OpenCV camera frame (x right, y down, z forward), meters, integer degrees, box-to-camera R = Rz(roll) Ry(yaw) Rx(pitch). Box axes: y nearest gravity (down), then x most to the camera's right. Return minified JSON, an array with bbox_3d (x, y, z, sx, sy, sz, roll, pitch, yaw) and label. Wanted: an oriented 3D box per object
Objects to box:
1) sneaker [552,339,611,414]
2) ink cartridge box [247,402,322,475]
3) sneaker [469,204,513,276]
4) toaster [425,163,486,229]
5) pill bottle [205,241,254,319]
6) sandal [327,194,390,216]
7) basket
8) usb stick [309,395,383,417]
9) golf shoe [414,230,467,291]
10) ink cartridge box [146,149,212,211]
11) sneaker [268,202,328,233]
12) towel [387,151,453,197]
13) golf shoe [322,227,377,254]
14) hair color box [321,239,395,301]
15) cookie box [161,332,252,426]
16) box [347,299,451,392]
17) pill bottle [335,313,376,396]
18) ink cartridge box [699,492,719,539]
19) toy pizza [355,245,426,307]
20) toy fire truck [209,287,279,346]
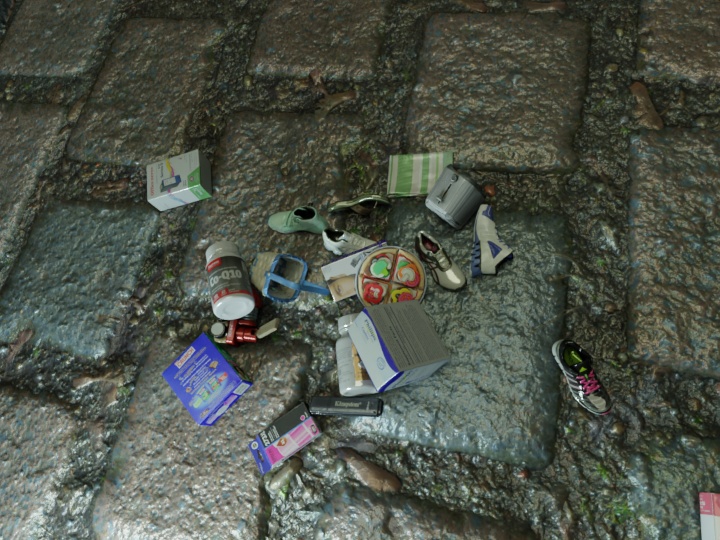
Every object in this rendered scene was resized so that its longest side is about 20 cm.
[{"bbox_3d":[0.533,0.250,1.240,0.073,0.088,0.201,-26,65,3],"label":"sneaker"},{"bbox_3d":[-0.207,0.449,1.380,0.199,0.037,0.095,-36,65,1],"label":"ink cartridge box"},{"bbox_3d":[0.366,-0.073,1.421,0.114,0.081,0.202,7,78,13],"label":"sneaker"},{"bbox_3d":[0.266,-0.199,1.442,0.114,0.200,0.130,41,100,25],"label":"toaster"},{"bbox_3d":[-0.369,0.024,1.437,0.113,0.114,0.201,-24,59,4],"label":"pill bottle"},{"bbox_3d":[-0.003,-0.189,1.562,0.199,0.080,0.058,-10,84,17],"label":"sandal"},{"bbox_3d":[-0.205,0.026,1.474,0.199,0.176,0.140,16,88,33],"label":"basket"},{"bbox_3d":[-0.039,0.360,1.367,0.198,0.033,0.056,-1,39,13],"label":"usb stick"},{"bbox_3d":[0.216,-0.025,1.429,0.077,0.088,0.200,-38,66,-5],"label":"golf shoe"},{"bbox_3d":[-0.614,-0.304,1.748,0.198,0.088,0.147,-14,67,10],"label":"ink cartridge box"},{"bbox_3d":[-0.205,-0.166,1.573,0.198,0.118,0.074,4,72,17],"label":"sneaker"},{"bbox_3d":[0.182,-0.294,1.577,0.198,0.023,0.154,-1,68,14],"label":"towel"},{"bbox_3d":[-0.024,-0.076,1.504,0.198,0.097,0.079,14,71,17],"label":"golf shoe"},{"bbox_3d":[0.000,0.000,1.461,0.198,0.065,0.110,-21,100,7],"label":"hair color box"},{"bbox_3d":[-0.436,0.308,1.469,0.171,0.075,0.200,-45,66,-5],"label":"cookie box"},{"bbox_3d":[0.097,0.186,1.308,0.105,0.199,0.185,-50,58,38],"label":"box"},{"bbox_3d":[-0.007,0.223,1.372,0.113,0.114,0.202,-11,67,10],"label":"pill bottle"},{"bbox_3d":[0.788,0.573,1.052,0.145,0.083,0.202,5,70,16],"label":"ink cartridge box"},{"bbox_3d":[0.084,0.034,1.415,0.198,0.032,0.202,0,99,1],"label":"toy pizza"},{"bbox_3d":[-0.320,0.130,1.494,0.198,0.129,0.178,6,70,4],"label":"toy fire truck"}]
